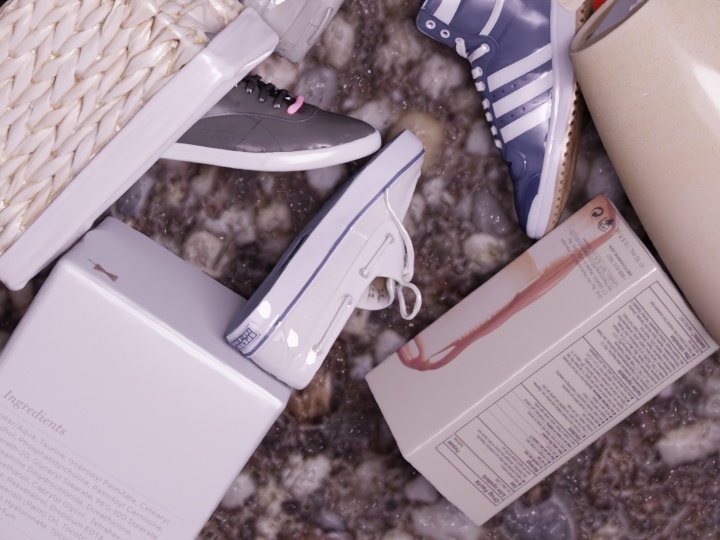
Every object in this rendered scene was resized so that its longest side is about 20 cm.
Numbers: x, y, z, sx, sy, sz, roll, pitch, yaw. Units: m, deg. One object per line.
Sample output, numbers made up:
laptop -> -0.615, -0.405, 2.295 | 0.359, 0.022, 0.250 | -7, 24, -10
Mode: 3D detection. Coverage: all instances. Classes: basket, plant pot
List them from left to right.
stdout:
basket -> -0.168, -0.108, 1.133 | 0.200, 0.136, 0.123 | -42, 95, 19
plant pot -> 0.224, -0.089, 1.144 | 0.187, 0.187, 0.200 | -42, 101, 9

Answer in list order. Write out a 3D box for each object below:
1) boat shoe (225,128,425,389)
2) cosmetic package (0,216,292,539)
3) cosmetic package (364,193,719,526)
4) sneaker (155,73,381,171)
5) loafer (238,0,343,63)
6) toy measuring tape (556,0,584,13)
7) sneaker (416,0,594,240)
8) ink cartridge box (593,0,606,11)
boat shoe -> 0.002, -0.001, 1.195 | 0.086, 0.202, 0.075 | 42, 142, -8
cosmetic package -> -0.160, 0.101, 1.216 | 0.166, 0.167, 0.201 | 33, 101, -3
cosmetic package -> 0.116, 0.059, 1.220 | 0.200, 0.087, 0.103 | -37, 132, 7
sneaker -> -0.083, -0.122, 1.218 | 0.199, 0.071, 0.100 | 6, 106, 6
loafer -> -0.003, -0.223, 1.203 | 0.070, 0.070, 0.200 | 39, 94, -29
toy measuring tape -> 0.124, -0.231, 1.155 | 0.073, 0.074, 0.201 | -21, 55, 6
sneaker -> 0.090, -0.122, 1.215 | 0.108, 0.070, 0.201 | 8, 109, 11
ink cartridge box -> 0.214, -0.200, 1.204 | 0.199, 0.057, 0.163 | -33, 98, 3
